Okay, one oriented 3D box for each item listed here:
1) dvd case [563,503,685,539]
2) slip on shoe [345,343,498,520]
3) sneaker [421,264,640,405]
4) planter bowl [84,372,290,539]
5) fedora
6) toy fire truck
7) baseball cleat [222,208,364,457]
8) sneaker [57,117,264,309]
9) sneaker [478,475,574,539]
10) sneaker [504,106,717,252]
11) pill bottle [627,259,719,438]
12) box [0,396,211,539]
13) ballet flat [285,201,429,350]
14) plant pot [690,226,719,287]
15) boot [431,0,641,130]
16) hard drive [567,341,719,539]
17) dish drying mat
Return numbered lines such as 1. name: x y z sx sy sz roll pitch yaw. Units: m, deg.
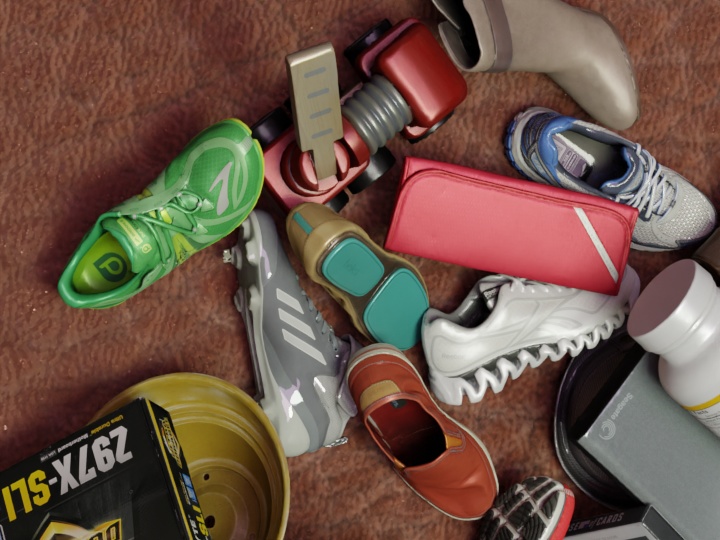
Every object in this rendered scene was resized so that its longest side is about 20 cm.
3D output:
1. dvd case: 0.251 0.277 1.250 0.200 0.150 0.025 45 57 -11
2. slip on shoe: 0.051 0.142 1.210 0.073 0.062 0.201 -27 127 12
3. sneaker: 0.140 0.035 1.242 0.198 0.075 0.082 -26 110 -13
4. planter bowl: -0.131 0.187 1.165 0.198 0.083 0.203 -7 70 18
5. fedora: 0.263 0.120 1.272 0.197 0.090 0.180 -11 95 -13
6. toy fire truck: -0.003 -0.126 1.142 0.176 0.200 0.129 -39 101 -9
7. baseball cleat: -0.047 0.045 1.214 0.105 0.070 0.203 -10 104 -19
8. sneaker: -0.149 -0.032 1.141 0.200 0.084 0.074 -41 94 15
9. sneaker: 0.137 0.258 1.250 0.084 0.077 0.202 11 112 -23
10. sneaker: 0.215 -0.070 1.257 0.198 0.085 0.078 24 87 -14
11. pill bottle: 0.297 0.081 1.145 0.199 0.104 0.105 39 83 -14
12. box: -0.209 0.209 1.114 0.198 0.049 0.161 -28 62 10
13. ballet flat: 0.000 0.000 1.188 0.069 0.200 0.063 -45 58 -4
14. plant pot: 0.394 -0.018 1.255 0.198 0.200 0.201 -41 100 -2
15. boot: 0.130 -0.183 1.209 0.146 0.070 0.201 -26 80 -45
16. hard drive: 0.276 0.142 1.212 0.200 0.033 0.140 42 80 -13
17. dish drying mat: 0.121 -0.034 1.206 0.197 0.018 0.078 11 102 -12
